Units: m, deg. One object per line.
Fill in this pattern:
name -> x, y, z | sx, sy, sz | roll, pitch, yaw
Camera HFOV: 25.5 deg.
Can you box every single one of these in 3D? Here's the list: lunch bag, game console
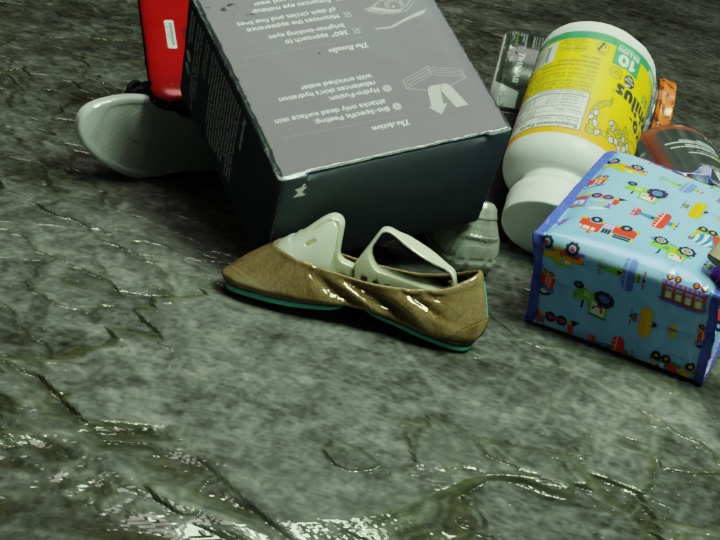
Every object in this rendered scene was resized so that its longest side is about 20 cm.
lunch bag -> 0.239, -0.028, 1.258 | 0.149, 0.095, 0.200 | 20, 45, 20
game console -> -0.113, -0.160, 1.437 | 0.171, 0.119, 0.201 | -1, 37, -12

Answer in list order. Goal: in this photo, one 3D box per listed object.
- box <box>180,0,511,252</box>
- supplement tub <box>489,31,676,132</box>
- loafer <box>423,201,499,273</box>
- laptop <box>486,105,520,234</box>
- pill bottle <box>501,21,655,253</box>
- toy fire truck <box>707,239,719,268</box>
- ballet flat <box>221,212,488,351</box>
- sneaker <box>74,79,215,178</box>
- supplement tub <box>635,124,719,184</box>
box -> -0.018, -0.128, 1.257 | 0.195, 0.118, 0.201 | -13, 57, -22
supplement tub -> 0.241, -0.185, 1.759 | 0.198, 0.124, 0.123 | 15, 19, 3
loafer -> 0.070, -0.063, 1.383 | 0.069, 0.070, 0.200 | 4, 21, -26
laptop -> 0.142, -0.099, 1.531 | 0.186, 0.117, 0.200 | 6, 5, -28
pill bottle -> 0.191, -0.115, 1.425 | 0.112, 0.113, 0.201 | 16, 59, 9
toy fire truck -> 0.368, 0.017, 1.128 | 0.200, 0.129, 0.176 | 47, 61, -6
ballet flat -> 0.000, 0.000, 1.157 | 0.198, 0.073, 0.068 | 15, 19, 5
sneaker -> -0.196, -0.130, 1.401 | 0.099, 0.071, 0.199 | 27, 17, 34
supplement tub -> 0.291, -0.044, 1.406 | 0.106, 0.108, 0.200 | 10, 28, -9
